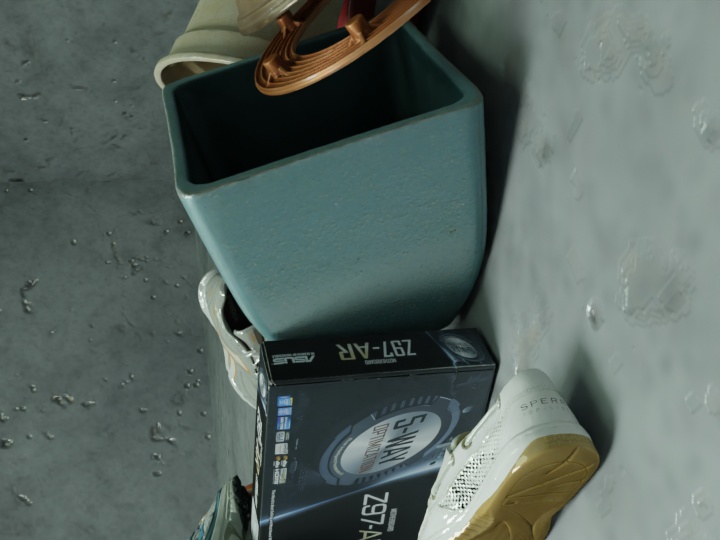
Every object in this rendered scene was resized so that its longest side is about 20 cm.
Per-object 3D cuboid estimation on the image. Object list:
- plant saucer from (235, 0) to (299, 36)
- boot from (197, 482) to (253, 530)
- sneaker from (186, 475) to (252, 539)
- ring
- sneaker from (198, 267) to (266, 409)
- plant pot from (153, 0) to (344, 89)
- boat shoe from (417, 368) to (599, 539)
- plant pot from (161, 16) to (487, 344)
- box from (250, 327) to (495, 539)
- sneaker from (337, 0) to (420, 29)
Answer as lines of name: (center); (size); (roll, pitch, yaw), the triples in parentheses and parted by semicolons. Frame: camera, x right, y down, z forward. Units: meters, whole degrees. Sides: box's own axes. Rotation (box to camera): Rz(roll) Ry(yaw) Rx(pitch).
plant saucer: (-0.028, -0.262, 0.696); (0.029, 0.200, 0.200); (47, -179, -22)
boot: (-0.065, 0.224, 0.879); (0.107, 0.200, 0.075); (-141, 32, -77)
sneaker: (-0.125, 0.236, 0.724); (0.200, 0.086, 0.078); (-119, 7, -79)
ring: (0.002, -0.194, 0.600); (0.019, 0.200, 0.200); (49, -176, -27)
sneaker: (-0.129, 0.091, 1.034); (0.200, 0.076, 0.092); (62, 165, -10)
plant pot: (-0.090, -0.256, 0.908); (0.200, 0.200, 0.184); (157, 128, -74)
boat shoe: (0.081, 0.132, 0.545); (0.200, 0.071, 0.069); (116, 151, -45)
plant pot: (-0.017, -0.045, 0.656); (0.196, 0.196, 0.200); (-115, 8, -56)
box: (0.002, 0.137, 0.655); (0.044, 0.160, 0.200); (-112, 25, -52)
sneaker: (0.011, -0.219, 0.780); (0.200, 0.078, 0.116); (121, 157, -55)
